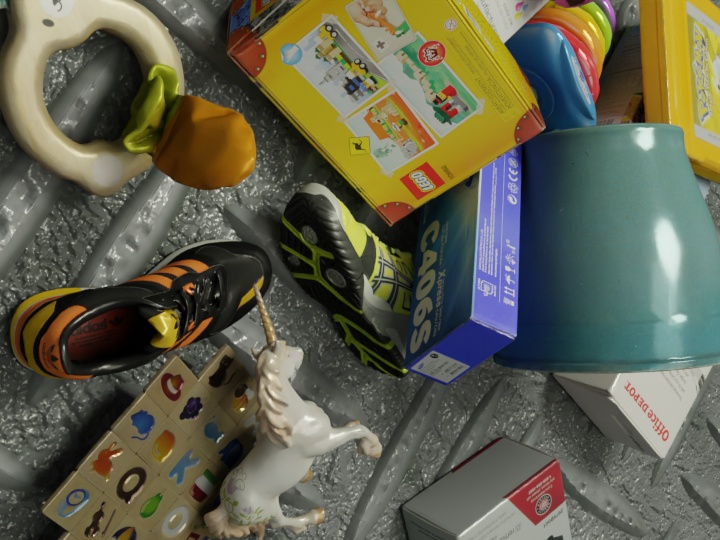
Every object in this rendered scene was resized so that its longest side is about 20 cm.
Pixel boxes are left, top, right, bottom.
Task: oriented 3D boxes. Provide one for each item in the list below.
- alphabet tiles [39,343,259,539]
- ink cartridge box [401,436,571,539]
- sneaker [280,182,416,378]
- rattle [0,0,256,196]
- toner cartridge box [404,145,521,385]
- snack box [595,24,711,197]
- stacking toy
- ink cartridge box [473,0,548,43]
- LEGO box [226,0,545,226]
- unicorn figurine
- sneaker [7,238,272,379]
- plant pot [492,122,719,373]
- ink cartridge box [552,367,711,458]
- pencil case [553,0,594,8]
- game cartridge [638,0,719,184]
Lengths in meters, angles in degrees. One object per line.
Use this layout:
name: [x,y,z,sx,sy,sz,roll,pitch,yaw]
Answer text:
alphabet tiles: [-0.142,0.157,0.669,0.200,0.006,0.167,-51,141,-19]
ink cartridge box: [0.136,0.292,0.891,0.145,0.082,0.202,-27,113,-32]
sneaker: [0.000,0.000,0.745,0.077,0.075,0.201,-53,135,-27]
rattle: [-0.169,-0.134,0.544,0.129,0.143,0.201,-32,124,-8]
toner cartridge box: [0.084,-0.019,0.727,0.043,0.095,0.202,23,52,-20]
snack box: [0.296,-0.130,0.917,0.169,0.067,0.201,56,48,-31]
stacking toy: [0.195,-0.220,0.841,0.201,0.109,0.117,-52,125,-32]
ink cartridge box: [0.102,-0.282,0.755,0.200,0.085,0.148,-44,121,-21]
LEGO box: [0.022,-0.151,0.673,0.148,0.078,0.200,-30,128,21]
unicorn figurine: [-0.054,0.133,0.692,0.137,0.074,0.202,21,96,-45]
sneaker: [-0.134,0.032,0.627,0.199,0.090,0.071,-18,109,-34]
plant pot: [0.206,-0.021,0.757,0.198,0.199,0.191,-3,90,-37]
ink cartridge box: [0.315,0.078,0.988,0.146,0.084,0.201,45,72,-35]
pencil case: [0.147,-0.303,0.673,0.091,0.093,0.200,-52,121,-19]
game cartridge: [0.323,-0.185,0.874,0.199,0.032,0.179,6,81,-52]
